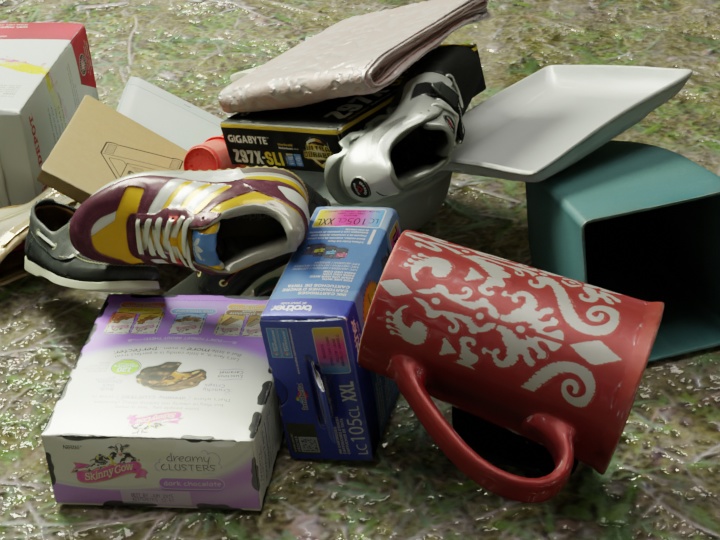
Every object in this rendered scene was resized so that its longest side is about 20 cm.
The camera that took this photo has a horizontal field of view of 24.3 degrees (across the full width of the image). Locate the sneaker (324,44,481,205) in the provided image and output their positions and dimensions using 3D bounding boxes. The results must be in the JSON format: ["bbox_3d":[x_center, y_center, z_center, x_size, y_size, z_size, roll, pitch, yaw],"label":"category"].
[{"bbox_3d":[0.062,-0.124,1.441,0.088,0.074,0.200,2,43,46],"label":"sneaker"}]

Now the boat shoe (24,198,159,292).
[{"bbox_3d":[-0.237,-0.019,1.450,0.072,0.068,0.200,1,10,-36],"label":"boat shoe"}]

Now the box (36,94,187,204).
[{"bbox_3d":[-0.191,-0.078,1.562,0.199,0.021,0.164,29,27,-10],"label":"box"}]

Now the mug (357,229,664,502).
[{"bbox_3d":[0.103,0.060,1.213,0.199,0.134,0.178,21,26,8],"label":"mug"}]

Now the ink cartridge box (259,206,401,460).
[{"bbox_3d":[-0.017,0.057,1.329,0.076,0.137,0.200,0,32,18],"label":"ink cartridge box"}]

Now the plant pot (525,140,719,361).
[{"bbox_3d":[0.221,-0.031,1.442,0.141,0.142,0.200,-12,28,-11],"label":"plant pot"}]

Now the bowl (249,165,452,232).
[{"bbox_3d":[-0.001,-0.076,1.582,0.200,0.091,0.201,-4,33,2],"label":"bowl"}]

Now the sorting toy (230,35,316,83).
[{"bbox_3d":[-0.032,-0.190,1.723,0.179,0.107,0.200,-11,30,-33],"label":"sorting toy"}]

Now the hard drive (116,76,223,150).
[{"bbox_3d":[-0.190,-0.114,1.670,0.131,0.027,0.200,26,30,-13],"label":"hard drive"}]

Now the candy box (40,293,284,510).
[{"bbox_3d":[-0.144,0.101,1.338,0.167,0.072,0.200,1,32,9],"label":"candy box"}]

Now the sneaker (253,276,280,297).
[{"bbox_3d":[0.000,0.000,1.478,0.199,0.071,0.094,-9,37,-1],"label":"sneaker"}]

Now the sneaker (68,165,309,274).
[{"bbox_3d":[-0.140,-0.035,1.334,0.199,0.075,0.090,-10,27,5],"label":"sneaker"}]

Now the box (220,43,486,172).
[{"bbox_3d":[-0.005,-0.153,1.546,0.159,0.050,0.200,10,34,44],"label":"box"}]

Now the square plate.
[{"bbox_3d":[0.164,-0.130,1.485,0.200,0.029,0.198,-32,23,-26],"label":"square plate"}]

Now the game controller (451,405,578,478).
[{"bbox_3d":[0.120,0.090,1.326,0.104,0.042,0.200,28,29,-14],"label":"game controller"}]

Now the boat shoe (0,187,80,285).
[{"bbox_3d":[-0.287,-0.035,1.583,0.200,0.074,0.069,-28,53,-35],"label":"boat shoe"}]

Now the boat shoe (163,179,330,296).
[{"bbox_3d":[-0.110,-0.009,1.443,0.201,0.063,0.074,-33,28,19],"label":"boat shoe"}]

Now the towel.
[{"bbox_3d":[-0.004,-0.196,1.519,0.199,0.032,0.191,-4,25,46],"label":"towel"}]

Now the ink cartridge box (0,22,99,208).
[{"bbox_3d":[-0.362,-0.143,1.683,0.144,0.146,0.200,2,32,11],"label":"ink cartridge box"}]

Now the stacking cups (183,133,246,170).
[{"bbox_3d":[-0.107,-0.113,1.628,0.060,0.061,0.200,7,15,18],"label":"stacking cups"}]
